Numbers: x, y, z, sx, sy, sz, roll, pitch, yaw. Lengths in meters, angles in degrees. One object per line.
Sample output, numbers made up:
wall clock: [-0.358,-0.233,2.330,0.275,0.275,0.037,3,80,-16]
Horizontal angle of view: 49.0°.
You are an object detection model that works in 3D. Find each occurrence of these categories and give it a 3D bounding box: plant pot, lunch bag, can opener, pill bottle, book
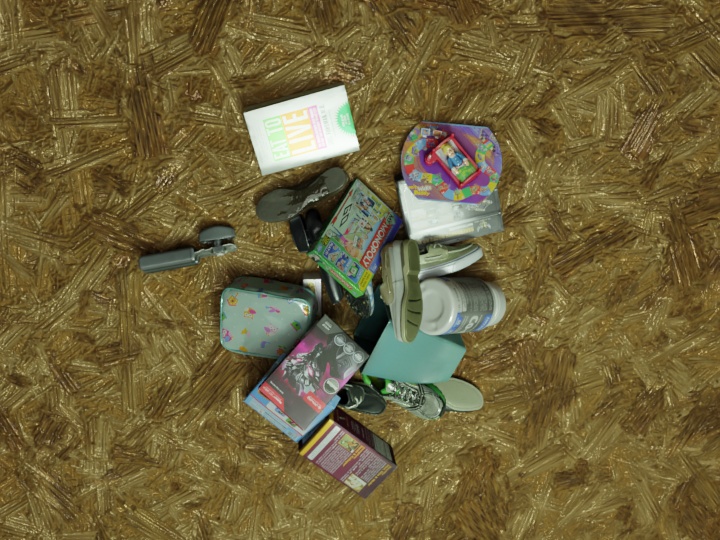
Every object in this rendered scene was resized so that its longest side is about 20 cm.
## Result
plant pot: [0.109,0.146,1.655,0.199,0.142,0.142,18,116,-18]
lunch bag: [-0.192,0.103,1.626,0.198,0.077,0.162,9,114,9]
can opener: [-0.349,-0.044,1.599,0.198,0.053,0.067,-10,79,-1]
can opener: [-0.076,-0.029,1.608,0.078,0.063,0.201,-18,104,20]
pill bottle: [0.203,0.070,1.608,0.199,0.114,0.114,0,117,-47]
book: [-0.113,-0.274,1.533,0.199,0.048,0.134,-16,115,-1]

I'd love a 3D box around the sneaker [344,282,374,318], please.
sneaker: [0.000,0.000,1.621,0.072,0.072,0.202,2,109,42]

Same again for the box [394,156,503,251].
box: [0.181,-0.137,1.607,0.198,0.048,0.159,-14,112,0]

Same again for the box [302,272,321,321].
box: [-0.102,0.103,1.674,0.041,0.039,0.202,0,111,-4]

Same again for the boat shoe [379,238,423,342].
boat shoe: [0.076,0.041,1.537,0.068,0.075,0.202,-5,76,31]

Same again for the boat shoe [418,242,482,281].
boat shoe: [0.147,-0.023,1.589,0.199,0.072,0.062,-19,102,-4]

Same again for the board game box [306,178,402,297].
board game box: [-0.008,-0.066,1.555,0.134,0.201,0.029,41,146,-18]

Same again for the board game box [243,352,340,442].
board game box: [-0.148,0.272,1.663,0.151,0.037,0.200,39,139,-3]

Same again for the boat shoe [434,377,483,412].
boat shoe: [0.176,0.279,1.763,0.198,0.068,0.072,8,66,-13]

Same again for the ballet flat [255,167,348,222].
ballet flat: [-0.115,-0.150,1.578,0.199,0.046,0.068,-26,88,7]

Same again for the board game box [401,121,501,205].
board game box: [0.178,-0.214,1.537,0.198,0.039,0.159,6,83,2]

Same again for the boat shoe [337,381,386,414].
boat shoe: [-0.028,0.278,1.720,0.199,0.068,0.072,26,110,-25]

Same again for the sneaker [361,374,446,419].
sneaker: [0.087,0.258,1.663,0.199,0.085,0.079,22,97,23]

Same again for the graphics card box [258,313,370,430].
graphics card box: [-0.091,0.199,1.557,0.125,0.051,0.200,43,84,-3]

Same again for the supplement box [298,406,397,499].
supplement box: [-0.030,0.402,1.768,0.200,0.086,0.110,39,102,-17]
